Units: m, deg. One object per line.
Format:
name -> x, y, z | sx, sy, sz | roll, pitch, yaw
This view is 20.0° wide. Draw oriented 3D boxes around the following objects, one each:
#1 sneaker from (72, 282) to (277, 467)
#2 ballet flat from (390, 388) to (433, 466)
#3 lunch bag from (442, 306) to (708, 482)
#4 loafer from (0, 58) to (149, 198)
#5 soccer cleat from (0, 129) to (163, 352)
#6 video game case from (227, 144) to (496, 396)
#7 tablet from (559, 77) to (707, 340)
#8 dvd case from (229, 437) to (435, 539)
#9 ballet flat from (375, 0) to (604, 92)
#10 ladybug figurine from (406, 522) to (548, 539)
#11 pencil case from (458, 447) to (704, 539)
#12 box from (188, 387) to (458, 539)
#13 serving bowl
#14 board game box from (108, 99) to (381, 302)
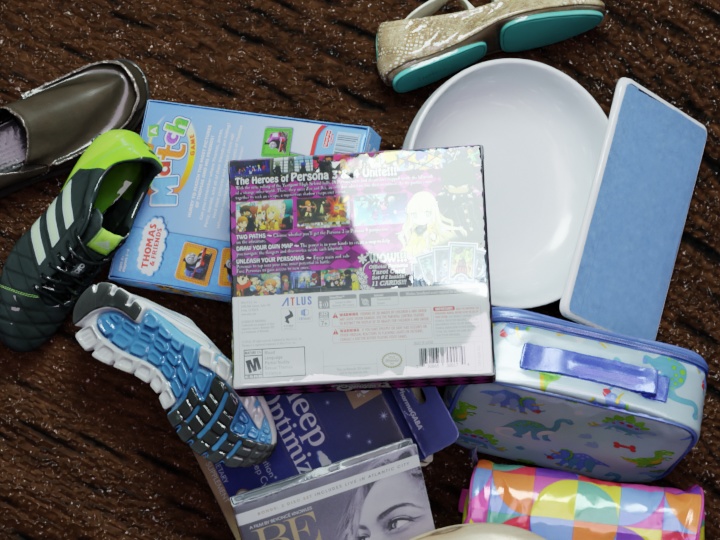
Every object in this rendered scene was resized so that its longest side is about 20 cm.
sneaker -> -0.131, 0.077, 1.610 | 0.200, 0.087, 0.075 | 42, 107, 20
ballet flat -> 0.025, 0.164, 1.647 | 0.062, 0.067, 0.202 | 16, 89, -20
lunch bag -> 0.168, 0.099, 1.608 | 0.198, 0.161, 0.083 | 12, 67, -1
loafer -> -0.259, -0.108, 1.643 | 0.199, 0.071, 0.073 | -32, 87, -8
soccer cleat -> -0.226, -0.020, 1.617 | 0.067, 0.081, 0.201 | 29, 92, -34
video game case -> 0.000, 0.000, 1.545 | 0.198, 0.036, 0.183 | -4, 75, 4
tablet -> 0.225, -0.044, 1.670 | 0.130, 0.014, 0.202 | 23, 79, -44
dvd case -> -0.009, 0.235, 1.593 | 0.148, 0.016, 0.201 | -17, 121, -7
ballet flat -> 0.104, -0.209, 1.693 | 0.199, 0.071, 0.066 | -17, 71, -10
ladybug figurine -> 0.081, 0.264, 1.564 | 0.198, 0.072, 0.137 | -13, 82, 9
pencil case -> 0.174, 0.198, 1.620 | 0.198, 0.088, 0.089 | 8, 82, 7
box -> -0.033, 0.128, 1.611 | 0.199, 0.032, 0.122 | -31, 78, 14
serving bowl -> 0.115, -0.070, 1.663 | 0.199, 0.066, 0.202 | 0, 89, -22
board game box -> -0.094, -0.050, 1.629 | 0.199, 0.037, 0.153 | 9, 82, 21
